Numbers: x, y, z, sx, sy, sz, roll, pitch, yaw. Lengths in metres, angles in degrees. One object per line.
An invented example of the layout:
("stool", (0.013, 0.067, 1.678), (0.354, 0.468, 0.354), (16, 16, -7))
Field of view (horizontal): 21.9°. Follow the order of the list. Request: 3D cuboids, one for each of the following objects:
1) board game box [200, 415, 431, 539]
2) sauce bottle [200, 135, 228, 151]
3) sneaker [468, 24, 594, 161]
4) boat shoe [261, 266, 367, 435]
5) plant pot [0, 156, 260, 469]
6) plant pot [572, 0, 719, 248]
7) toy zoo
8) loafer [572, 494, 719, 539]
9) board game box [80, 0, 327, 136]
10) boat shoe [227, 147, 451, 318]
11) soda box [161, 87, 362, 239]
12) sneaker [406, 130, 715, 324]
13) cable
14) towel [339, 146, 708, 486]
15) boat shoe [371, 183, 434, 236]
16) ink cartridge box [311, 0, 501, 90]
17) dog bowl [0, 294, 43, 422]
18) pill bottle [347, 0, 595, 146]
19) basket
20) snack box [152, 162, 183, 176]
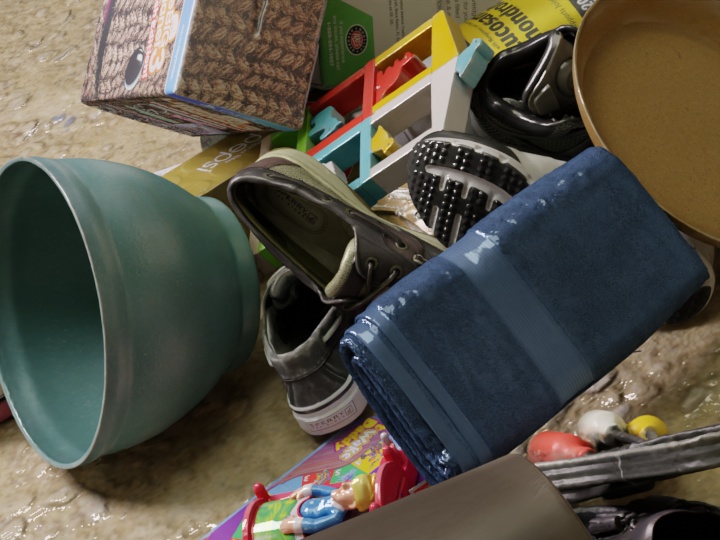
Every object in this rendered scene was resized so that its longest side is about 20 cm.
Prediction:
("board game box", (-0.015, 0.132, 1.053), (0.200, 0.039, 0.158), (-36, 31, -19))
("sauce bottle", (-0.036, -0.134, 1.471), (0.200, 0.065, 0.065), (-36, 30, -31))
("sneaker", (0.166, -0.102, 1.182), (0.199, 0.077, 0.114), (11, -6, 7))
("boat shoe", (-0.027, 0.025, 1.201), (0.072, 0.071, 0.200), (-23, 26, 6))
("plant pot", (-0.149, 0.018, 1.214), (0.134, 0.201, 0.200), (-9, 20, -31))
("plant pot", (0.210, -0.090, 1.129), (0.200, 0.200, 0.027), (-54, 2, -41))
("toy zoo", (0.008, -0.092, 1.219), (0.200, 0.020, 0.131), (-33, 33, 27))
("loafer", (0.166, 0.135, 0.890), (0.200, 0.063, 0.072), (10, 43, 45))
("board game box", (-0.109, -0.186, 1.329), (0.200, 0.097, 0.160), (4, 81, 63))
("boat shoe", (0.000, -0.001, 1.140), (0.201, 0.072, 0.066), (37, 30, 15))
("soda box", (-0.064, -0.071, 1.365), (0.068, 0.064, 0.200), (11, 37, 45))
("sneaker", (0.123, -0.033, 1.132), (0.200, 0.074, 0.080), (25, 33, 6))
("cable", (0.129, 0.086, 0.923), (0.097, 0.051, 0.200), (-8, -11, -11))
("towel", (0.090, 0.024, 1.028), (0.200, 0.112, 0.049), (-36, 0, -19))
("boat shoe", (0.051, -0.019, 1.214), (0.200, 0.072, 0.076), (3, 40, 39))
("ink cartridge box", (0.034, -0.228, 1.424), (0.199, 0.146, 0.084), (-12, 16, -28))
("dog bowl", (-0.291, 0.048, 1.366), (0.200, 0.074, 0.200), (-18, 30, 11))
("pill bottle", (0.096, -0.123, 1.308), (0.200, 0.112, 0.112), (-31, 30, -10))
("basket", (0.014, 0.181, 0.868), (0.200, 0.136, 0.180), (-28, 42, -13))
("snack box", (-0.139, -0.027, 1.418), (0.072, 0.024, 0.200), (-17, 30, 10))
